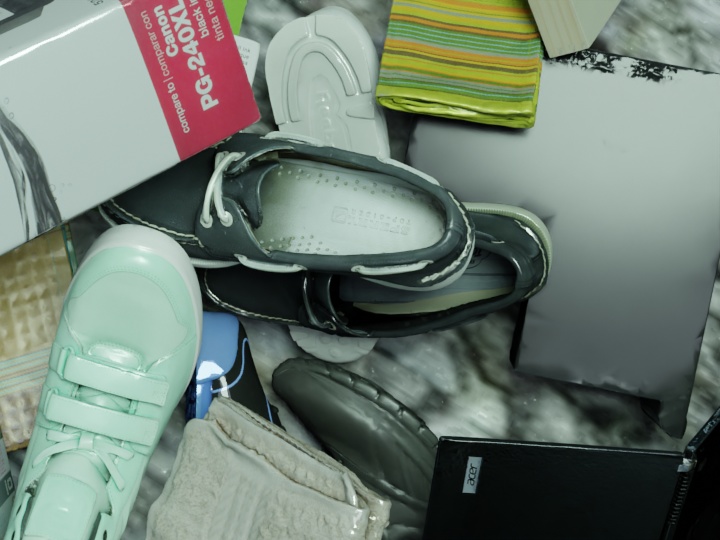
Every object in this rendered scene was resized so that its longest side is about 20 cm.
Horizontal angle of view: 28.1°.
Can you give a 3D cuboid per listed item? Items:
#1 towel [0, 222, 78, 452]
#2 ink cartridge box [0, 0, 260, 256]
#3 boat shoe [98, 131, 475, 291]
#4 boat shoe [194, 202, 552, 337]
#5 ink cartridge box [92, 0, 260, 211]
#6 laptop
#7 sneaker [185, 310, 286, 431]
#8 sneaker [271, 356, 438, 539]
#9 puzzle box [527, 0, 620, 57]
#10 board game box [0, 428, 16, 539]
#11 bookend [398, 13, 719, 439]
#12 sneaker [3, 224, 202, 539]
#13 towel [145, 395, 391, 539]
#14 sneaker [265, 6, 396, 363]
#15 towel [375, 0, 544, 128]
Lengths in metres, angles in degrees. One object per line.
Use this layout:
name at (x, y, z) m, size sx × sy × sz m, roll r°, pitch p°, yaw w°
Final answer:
towel at (-0.231, 0.007, 0.807) m, size 0.145 × 0.022 × 0.202 m, roll -14°, pitch 87°, yaw -10°
ink cartridge box at (-0.170, -0.078, 0.654) m, size 0.199 × 0.145 × 0.084 m, roll -29°, pitch 124°, yaw -19°
boat shoe at (-0.042, -0.036, 0.708) m, size 0.198 × 0.060 × 0.076 m, roll 5°, pitch 81°, yaw 9°
boat shoe at (0.000, 0.002, 0.758) m, size 0.197 × 0.066 × 0.075 m, roll 3°, pitch 109°, yaw 10°
ink cartridge box at (-0.131, -0.137, 0.798) m, size 0.147 × 0.076 × 0.202 m, roll 15°, pitch 79°, yaw -16°
laptop at (0.127, 0.123, 0.766) m, size 0.103 × 0.178 × 0.200 m, roll 28°, pitch 43°, yaw 25°
sneaker at (-0.055, 0.121, 0.799) m, size 0.077 × 0.070 × 0.202 m, roll -4°, pitch 91°, yaw -12°
sneaker at (0.020, 0.129, 0.806) m, size 0.200 × 0.076 × 0.091 m, roll 42°, pitch 85°, yaw 0°
puzzle box at (0.123, -0.220, 0.803) m, size 0.134 × 0.025 × 0.200 m, roll 65°, pitch 36°, yaw -22°
board game box at (-0.220, 0.100, 0.713) m, size 0.064 × 0.148 × 0.202 m, roll -10°, pitch 94°, yaw -3°
bookend at (0.103, -0.026, 0.827) m, size 0.197 × 0.092 × 0.202 m, roll 11°, pitch 92°, yaw 4°
sneaker at (-0.128, 0.084, 0.711) m, size 0.073 × 0.118 × 0.202 m, roll 15°, pitch 118°, yaw -7°
towel at (-0.062, 0.175, 0.716) m, size 0.034 × 0.132 × 0.202 m, roll 5°, pitch 104°, yaw -48°
sneaker at (-0.009, -0.048, 0.822) m, size 0.076 × 0.081 × 0.202 m, roll 1°, pitch 103°, yaw 7°
towel at (0.063, -0.170, 0.790) m, size 0.085 × 0.018 × 0.202 m, roll 8°, pitch 63°, yaw 2°
